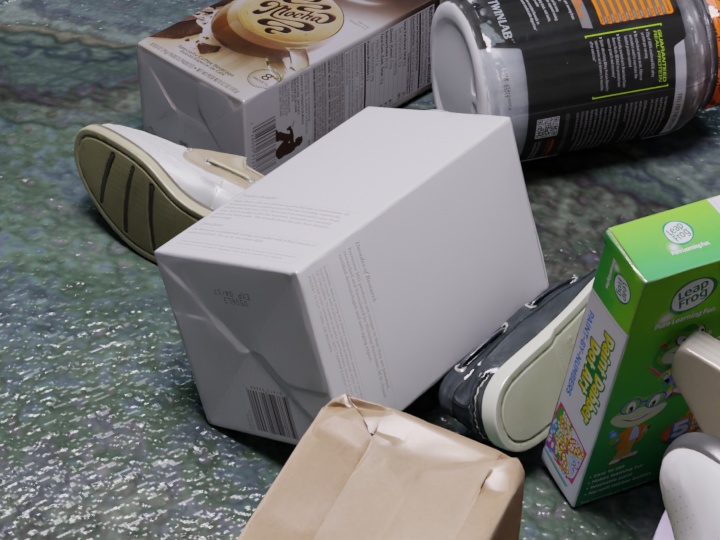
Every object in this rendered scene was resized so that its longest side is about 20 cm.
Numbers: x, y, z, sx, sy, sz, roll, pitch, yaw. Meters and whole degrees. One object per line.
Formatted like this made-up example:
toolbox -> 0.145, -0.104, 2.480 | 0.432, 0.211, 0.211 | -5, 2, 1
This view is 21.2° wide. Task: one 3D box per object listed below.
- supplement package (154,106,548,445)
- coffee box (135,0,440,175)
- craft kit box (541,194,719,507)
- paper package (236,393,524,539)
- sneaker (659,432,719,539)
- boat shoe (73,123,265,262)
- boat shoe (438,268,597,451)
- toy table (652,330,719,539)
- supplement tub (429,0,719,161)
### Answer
supplement package -> 0.000, 0.000, 1.136 | 0.120, 0.121, 0.200 | 8, 34, 43
coffee box -> -0.048, -0.149, 1.378 | 0.113, 0.080, 0.199 | 30, 47, 33
craft kit box -> 0.209, 0.031, 1.059 | 0.198, 0.199, 0.049 | -16, 50, -20
paper package -> -0.008, 0.197, 0.842 | 0.102, 0.202, 0.191 | 15, 39, 17
sneaker -> 0.167, 0.179, 0.853 | 0.107, 0.067, 0.203 | -27, 82, -25
boat shoe -> -0.100, -0.040, 1.252 | 0.199, 0.075, 0.068 | 35, 45, 23
boat shoe -> 0.121, 0.041, 1.151 | 0.066, 0.075, 0.199 | 8, 37, 44
toy table -> 0.231, 0.121, 0.996 | 0.182, 0.118, 0.201 | 23, 46, 11
supplement tub -> 0.157, -0.147, 1.346 | 0.198, 0.124, 0.123 | -10, 39, -15
